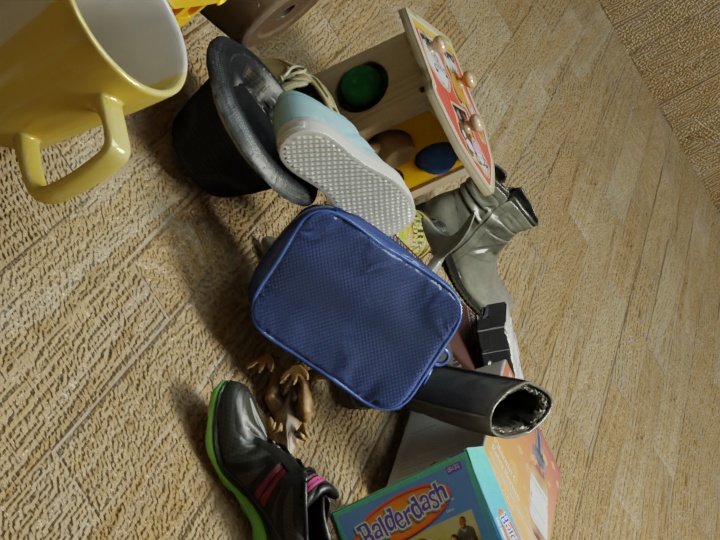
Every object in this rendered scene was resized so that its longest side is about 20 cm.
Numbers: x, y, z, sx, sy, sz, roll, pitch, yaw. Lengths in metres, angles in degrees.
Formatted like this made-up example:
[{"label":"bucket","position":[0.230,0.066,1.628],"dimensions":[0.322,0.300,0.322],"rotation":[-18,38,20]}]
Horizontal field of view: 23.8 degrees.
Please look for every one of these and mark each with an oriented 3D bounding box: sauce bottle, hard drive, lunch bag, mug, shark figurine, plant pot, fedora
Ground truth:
[{"label":"sauce bottle","position":[0.046,-0.042,1.931],"dimensions":[0.200,0.064,0.065],"rotation":[-4,69,-65]},{"label":"hard drive","position":[0.167,0.145,1.907],"dimensions":[0.140,0.038,0.201],"rotation":[-59,137,-80]},{"label":"lunch bag","position":[-0.001,0.033,1.574],"dimensions":[0.200,0.136,0.132],"rotation":[36,3,-8]},{"label":"mug","position":[-0.243,-0.159,1.327],"dimensions":[0.150,0.153,0.187],"rotation":[52,25,-25]},{"label":"shark figurine","position":[0.019,0.010,1.684],"dimensions":[0.089,0.213,0.129],"rotation":[148,-69,-69]},{"label":"plant pot","position":[-0.120,-0.321,1.678],"dimensions":[0.175,0.200,0.200],"rotation":[53,22,4]},{"label":"fedora","position":[-0.120,-0.125,1.627],"dimensions":[0.201,0.091,0.201],"rotation":[54,17,-25]}]

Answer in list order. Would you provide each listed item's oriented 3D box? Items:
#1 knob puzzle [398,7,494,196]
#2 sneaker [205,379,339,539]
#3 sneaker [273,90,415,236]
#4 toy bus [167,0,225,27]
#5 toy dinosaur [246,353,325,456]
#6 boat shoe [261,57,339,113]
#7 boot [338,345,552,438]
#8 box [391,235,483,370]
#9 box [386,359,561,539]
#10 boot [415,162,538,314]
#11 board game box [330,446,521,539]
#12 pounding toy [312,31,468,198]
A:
[{"label":"knob puzzle","position":[0.111,-0.176,1.822],"dimensions":[0.220,0.030,0.220],"rotation":[58,18,-31]},{"label":"sneaker","position":[-0.064,0.178,1.427],"dimensions":[0.201,0.083,0.077],"rotation":[63,22,2]},{"label":"sneaker","position":[-0.013,-0.107,1.620],"dimensions":[0.200,0.074,0.082],"rotation":[44,26,-47]},{"label":"toy bus","position":[-0.196,-0.261,1.496],"dimensions":[0.136,0.191,0.200],"rotation":[63,24,-1]},{"label":"toy dinosaur","position":[-0.062,0.121,1.555],"dimensions":[0.200,0.060,0.107],"rotation":[-75,158,-53]},{"label":"boat shoe","position":[-0.061,-0.166,1.767],"dimensions":[0.201,0.073,0.063],"rotation":[58,-2,39]},{"label":"boot","position":[0.101,0.111,1.674],"dimensions":[0.181,0.199,0.073],"rotation":[-24,107,-49]},{"label":"box","position":[0.052,0.048,1.835],"dimensions":[0.200,0.075,0.101],"rotation":[45,29,-40]},{"label":"box","position":[0.120,0.212,1.732],"dimensions":[0.153,0.106,0.200],"rotation":[62,22,-19]},{"label":"boot","position":[0.165,-0.032,2.089],"dimensions":[0.200,0.130,0.068],"rotation":[51,26,-26]},{"label":"board game box","position":[0.078,0.279,1.531],"dimensions":[0.045,0.152,0.201],"rotation":[5,61,-64]},{"label":"pounding toy","position":[0.016,-0.147,1.866],"dimensions":[0.200,0.183,0.143],"rotation":[44,27,-55]}]
